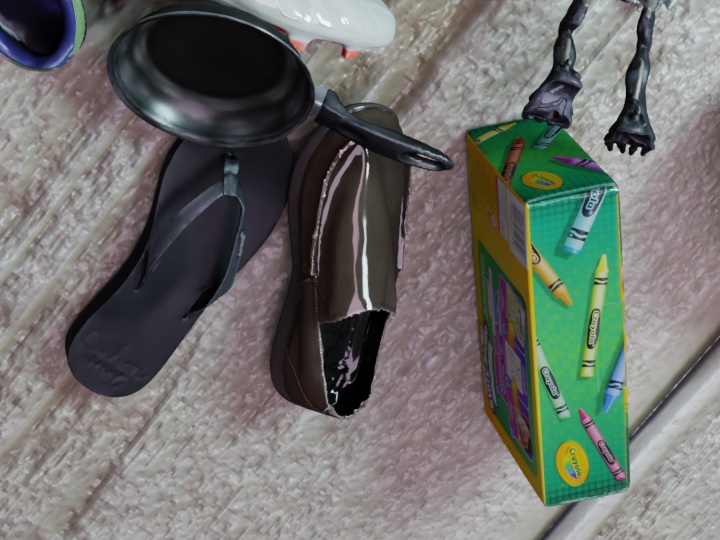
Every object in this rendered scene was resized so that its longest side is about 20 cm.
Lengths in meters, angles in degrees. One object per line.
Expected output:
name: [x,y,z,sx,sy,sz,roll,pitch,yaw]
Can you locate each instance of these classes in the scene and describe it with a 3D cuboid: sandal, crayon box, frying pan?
sandal: [-0.099,-0.007,1.142,0.076,0.043,0.201,25,104,-23]
crayon box: [0.111,0.023,1.169,0.058,0.119,0.201,-11,116,-10]
frying pan: [-0.043,-0.104,1.059,0.189,0.031,0.115,4,147,6]

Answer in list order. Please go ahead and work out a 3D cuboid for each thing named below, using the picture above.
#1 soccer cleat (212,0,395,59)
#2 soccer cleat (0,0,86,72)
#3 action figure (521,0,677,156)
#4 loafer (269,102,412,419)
soccer cleat: [-0.065,-0.175,1.067,0.199,0.069,0.078,18,104,-18]
soccer cleat: [-0.214,-0.182,1.012,0.065,0.084,0.200,-41,116,5]
action figure: [0.141,-0.173,1.106,0.118,0.102,0.201,14,83,-12]
loafer: [0.000,0.000,1.149,0.073,0.071,0.201,-8,120,-30]
